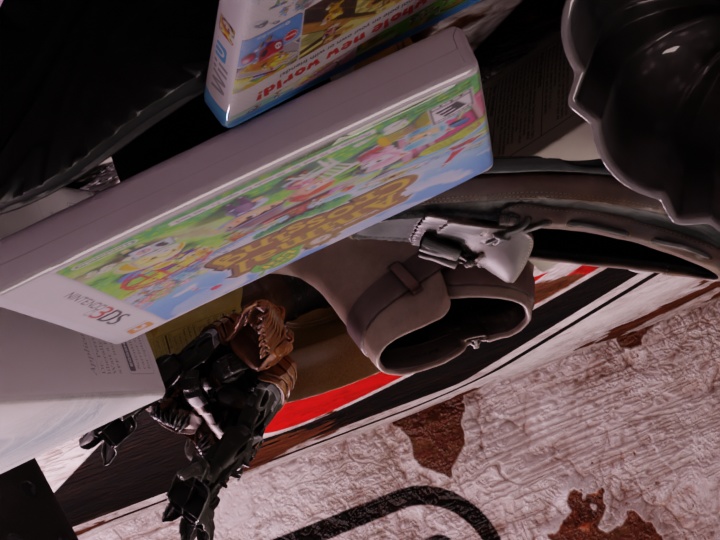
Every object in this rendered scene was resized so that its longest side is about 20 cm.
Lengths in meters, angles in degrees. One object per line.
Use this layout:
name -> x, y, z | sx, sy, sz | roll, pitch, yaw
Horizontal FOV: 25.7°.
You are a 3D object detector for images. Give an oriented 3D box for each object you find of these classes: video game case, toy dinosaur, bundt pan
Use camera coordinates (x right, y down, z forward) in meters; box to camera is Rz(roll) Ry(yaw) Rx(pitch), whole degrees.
video game case -> -0.040, -0.026, 0.648 | 0.198, 0.022, 0.182 | -25, 171, 3
toy dinosaur -> -0.083, 0.065, 0.885 | 0.136, 0.102, 0.201 | -44, 150, -30
video game case -> 0.022, -0.132, 0.492 | 0.142, 0.018, 0.200 | -30, 162, -24
bundt pan -> 0.189, -0.116, 0.693 | 0.201, 0.203, 0.076 | -27, -157, 24

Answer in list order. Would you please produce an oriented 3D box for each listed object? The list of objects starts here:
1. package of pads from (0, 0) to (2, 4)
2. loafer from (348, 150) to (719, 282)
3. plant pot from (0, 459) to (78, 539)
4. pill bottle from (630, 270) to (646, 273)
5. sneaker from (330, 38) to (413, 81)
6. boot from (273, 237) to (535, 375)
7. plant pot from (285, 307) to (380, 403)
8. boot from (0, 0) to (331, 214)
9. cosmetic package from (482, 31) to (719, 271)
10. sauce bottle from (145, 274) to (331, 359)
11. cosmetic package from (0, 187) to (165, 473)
package of pads -> -0.071, -0.121, 0.221 | 0.075, 0.122, 0.200 | -15, 167, -34
loafer -> 0.089, -0.022, 0.768 | 0.197, 0.064, 0.072 | -4, 172, -4
plant pot -> -0.357, 0.236, 1.331 | 0.177, 0.201, 0.199 | -43, 161, 29
pill bottle -> 0.281, -0.079, 1.247 | 0.112, 0.114, 0.199 | -13, 166, -44
sneaker -> 0.000, -0.077, 0.813 | 0.087, 0.076, 0.200 | -9, 169, 15
boot -> 0.000, 0.000, 0.902 | 0.198, 0.147, 0.071 | -19, 135, 2
plant pot -> -0.017, 0.032, 1.047 | 0.198, 0.028, 0.200 | -19, -165, 5
boot -> -0.098, -0.057, 0.628 | 0.199, 0.077, 0.168 | -27, 167, -8
cosmetic package -> 0.152, -0.096, 0.837 | 0.199, 0.071, 0.106 | -32, -149, 35
sauce bottle -> -0.095, 0.030, 0.972 | 0.199, 0.065, 0.065 | -21, 171, -36
cosmetic package -> -0.234, 0.047, 0.752 | 0.198, 0.124, 0.200 | -26, 168, 17
